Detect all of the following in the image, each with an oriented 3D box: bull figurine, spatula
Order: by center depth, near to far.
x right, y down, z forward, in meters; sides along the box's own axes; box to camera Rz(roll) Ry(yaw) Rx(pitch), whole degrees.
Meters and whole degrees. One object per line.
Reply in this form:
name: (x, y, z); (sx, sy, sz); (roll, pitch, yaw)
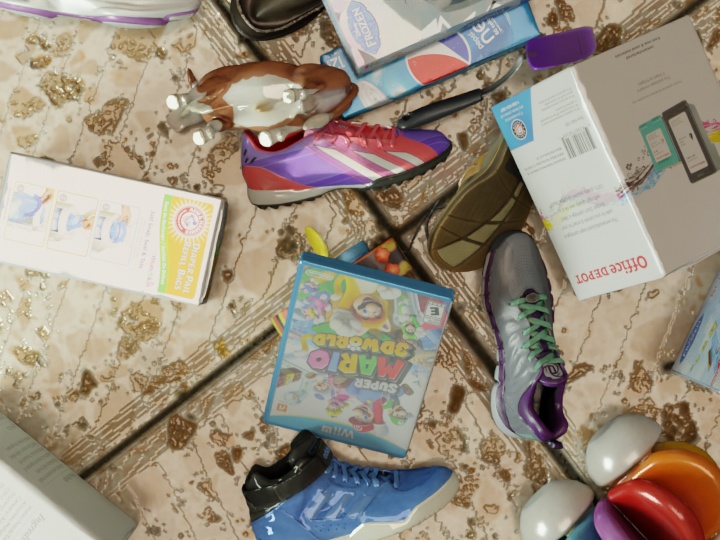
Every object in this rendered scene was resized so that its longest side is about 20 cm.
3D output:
bull figurine: (-0.103, -0.153, 1.638); (0.199, 0.121, 0.065); (-5, 109, 24)
spatula: (0.123, -0.173, 1.650); (0.199, 0.057, 0.021); (-26, 124, 16)

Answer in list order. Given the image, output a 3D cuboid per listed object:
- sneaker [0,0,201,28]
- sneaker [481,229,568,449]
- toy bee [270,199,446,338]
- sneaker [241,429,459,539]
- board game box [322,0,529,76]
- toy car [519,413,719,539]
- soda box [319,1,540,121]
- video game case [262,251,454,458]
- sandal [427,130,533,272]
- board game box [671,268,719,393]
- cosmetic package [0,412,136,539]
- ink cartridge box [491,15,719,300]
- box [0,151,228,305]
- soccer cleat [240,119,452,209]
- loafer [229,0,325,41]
sneaker: (-0.246, -0.280, 1.680); (0.199, 0.075, 0.100); (8, 92, -1)
sneaker: (0.166, 0.063, 1.668); (0.074, 0.087, 0.201); (-12, 104, -27)
toy bee: (0.000, 0.000, 1.673); (0.131, 0.109, 0.200); (35, 91, 1)
sneaker: (-0.014, 0.197, 1.691); (0.199, 0.077, 0.112); (-20, 101, 7)
board game box: (0.046, -0.307, 1.631); (0.198, 0.043, 0.201); (-23, 86, -6)
toy car: (0.257, 0.244, 1.657); (0.200, 0.150, 0.175); (-44, 91, 1)
soda box: (0.064, -0.208, 1.687); (0.199, 0.068, 0.064); (-23, 91, 0)
video game case: (-0.004, 0.081, 1.662); (0.142, 0.018, 0.201); (14, 127, -1)
sandal: (0.126, -0.082, 1.697); (0.080, 0.054, 0.200); (41, 73, -31)
board game box: (0.361, 0.019, 1.628); (0.041, 0.200, 0.201); (26, 92, -3)
cosmetic package: (-0.337, 0.245, 1.647); (0.200, 0.165, 0.165); (39, 91, 0)
ink cartridge box: (0.246, -0.098, 1.630); (0.146, 0.147, 0.201); (-25, 92, -27)
box: (-0.229, -0.037, 1.667); (0.199, 0.112, 0.102); (12, 90, -1)
soccer cleat: (-0.014, -0.113, 1.684); (0.199, 0.068, 0.074); (-11, 111, 3)
loafer: (-0.037, -0.288, 1.683); (0.200, 0.071, 0.073); (-35, 91, 0)
